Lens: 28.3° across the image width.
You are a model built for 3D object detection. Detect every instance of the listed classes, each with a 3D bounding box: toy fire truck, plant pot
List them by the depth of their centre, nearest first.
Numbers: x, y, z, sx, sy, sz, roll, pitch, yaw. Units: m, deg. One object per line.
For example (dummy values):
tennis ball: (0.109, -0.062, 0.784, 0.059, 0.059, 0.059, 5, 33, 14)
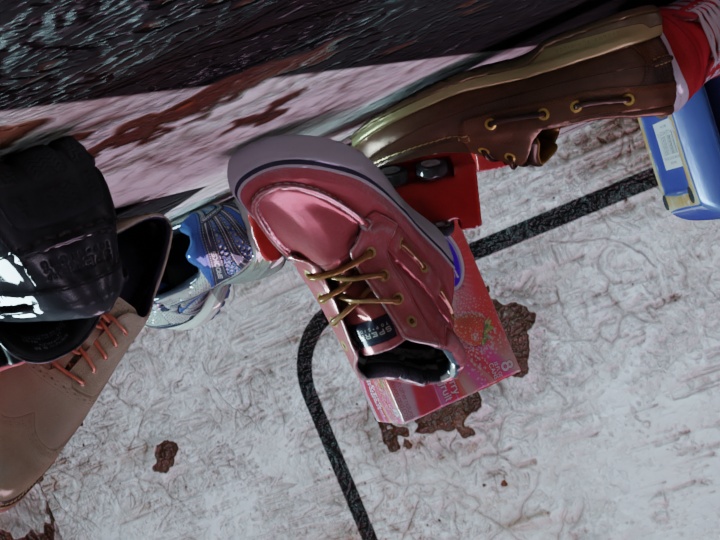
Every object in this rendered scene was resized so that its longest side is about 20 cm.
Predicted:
toy fire truck: (0.023, -0.066, 0.946, 0.199, 0.049, 0.141, -9, -157, -2)
plant pot: (0.367, -0.148, 1.346, 0.179, 0.201, 0.200, -17, -179, 0)

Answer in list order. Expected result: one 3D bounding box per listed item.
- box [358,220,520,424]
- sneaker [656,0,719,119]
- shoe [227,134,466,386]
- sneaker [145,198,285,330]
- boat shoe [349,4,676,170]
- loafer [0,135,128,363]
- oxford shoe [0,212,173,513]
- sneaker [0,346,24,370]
box: (0.028, 0.004, 1.065, 0.102, 0.201, 0.095, -22, 180, -13)
sneaker: (0.230, -0.152, 0.923, 0.112, 0.072, 0.200, -19, -171, 13)
shoe: (0.000, 0.000, 0.816, 0.071, 0.091, 0.200, -24, 148, 23)
sneaker: (-0.137, -0.004, 1.054, 0.085, 0.077, 0.200, -11, 166, -35)
boat shoe: (0.087, -0.090, 0.830, 0.199, 0.068, 0.072, -18, -175, 24)
loafer: (-0.139, 0.005, 0.571, 0.068, 0.071, 0.200, -22, 180, -25)
oxford shoe: (-0.162, 0.039, 0.774, 0.074, 0.071, 0.200, -29, -149, 41)
sneaker: (-0.217, 0.038, 0.731, 0.199, 0.074, 0.087, -21, -176, 12)
